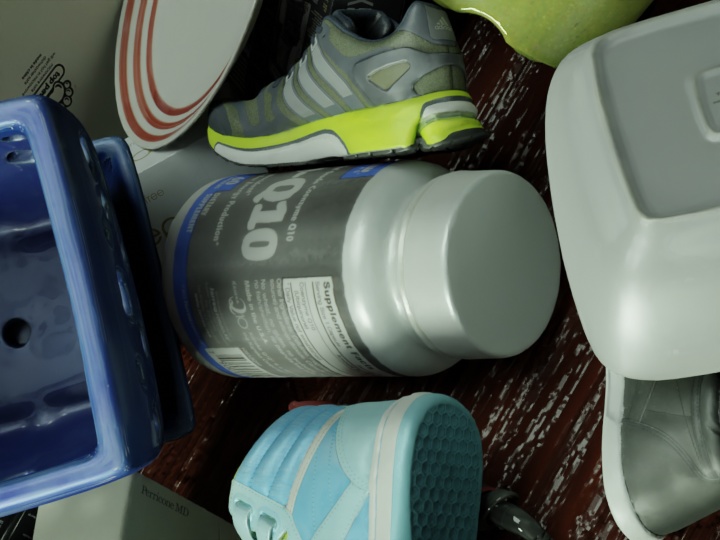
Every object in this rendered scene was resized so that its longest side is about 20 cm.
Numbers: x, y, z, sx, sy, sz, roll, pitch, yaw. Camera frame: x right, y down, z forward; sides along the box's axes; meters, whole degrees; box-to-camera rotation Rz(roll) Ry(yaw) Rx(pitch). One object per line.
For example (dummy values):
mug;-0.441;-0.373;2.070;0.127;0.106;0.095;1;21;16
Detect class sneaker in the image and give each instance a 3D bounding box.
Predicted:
sneaker;-0.013;0.158;1.191;0.130;0.079;0.201;1;76;41
sneaker;0.166;0.026;1.142;0.099;0.071;0.201;-18;57;30
sneaker;-0.010;-0.098;1.293;0.200;0.074;0.081;-3;90;46

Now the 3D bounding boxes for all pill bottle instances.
pill bottle;0.000;0.000;1.277;0.200;0.114;0.114;-3;63;42

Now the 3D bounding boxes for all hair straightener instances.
hair straightener;0.028;0.129;1.236;0.200;0.041;0.077;20;99;42

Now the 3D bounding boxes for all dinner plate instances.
dinner plate;-0.091;-0.165;1.398;0.200;0.024;0.201;-41;41;48

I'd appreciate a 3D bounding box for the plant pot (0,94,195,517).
plant pot;-0.203;0.030;1.283;0.199;0.180;0.201;-15;87;13

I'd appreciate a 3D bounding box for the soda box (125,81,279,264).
soda box;-0.146;-0.029;1.418;0.200;0.064;0.068;-29;24;5

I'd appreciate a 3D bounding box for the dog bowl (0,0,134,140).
dog bowl;-0.211;-0.119;1.489;0.079;0.200;0.201;17;77;45

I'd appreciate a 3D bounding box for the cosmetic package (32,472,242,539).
cosmetic package;-0.126;0.219;1.265;0.073;0.103;0.201;-14;57;37

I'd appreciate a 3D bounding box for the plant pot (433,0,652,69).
plant pot;0.113;-0.211;1.268;0.185;0.200;0.200;-58;40;14

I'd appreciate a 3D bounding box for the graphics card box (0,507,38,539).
graphics card box;-0.211;0.116;1.450;0.125;0.051;0.200;21;81;49

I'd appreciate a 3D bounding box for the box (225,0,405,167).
box;-0.042;-0.176;1.422;0.200;0.050;0.158;49;135;49

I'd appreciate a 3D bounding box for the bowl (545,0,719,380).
bowl;0.184;-0.057;1.114;0.199;0.075;0.200;-13;47;6
